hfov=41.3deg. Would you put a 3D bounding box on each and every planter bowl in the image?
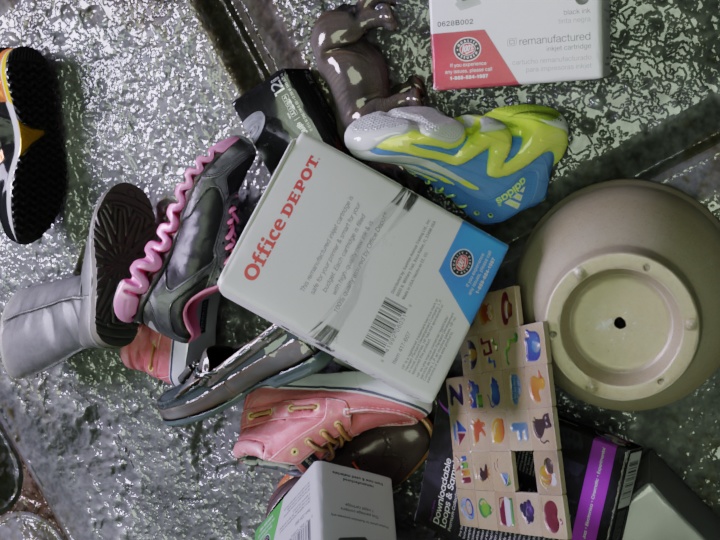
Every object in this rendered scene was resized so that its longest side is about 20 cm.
[{"bbox_3d":[0.220,0.032,0.799,0.198,0.135,0.203,4,104,17],"label":"planter bowl"}]

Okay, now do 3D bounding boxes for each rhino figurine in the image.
[{"bbox_3d":[0.015,-0.150,0.866,0.087,0.060,0.202,-16,98,16],"label":"rhino figurine"}]

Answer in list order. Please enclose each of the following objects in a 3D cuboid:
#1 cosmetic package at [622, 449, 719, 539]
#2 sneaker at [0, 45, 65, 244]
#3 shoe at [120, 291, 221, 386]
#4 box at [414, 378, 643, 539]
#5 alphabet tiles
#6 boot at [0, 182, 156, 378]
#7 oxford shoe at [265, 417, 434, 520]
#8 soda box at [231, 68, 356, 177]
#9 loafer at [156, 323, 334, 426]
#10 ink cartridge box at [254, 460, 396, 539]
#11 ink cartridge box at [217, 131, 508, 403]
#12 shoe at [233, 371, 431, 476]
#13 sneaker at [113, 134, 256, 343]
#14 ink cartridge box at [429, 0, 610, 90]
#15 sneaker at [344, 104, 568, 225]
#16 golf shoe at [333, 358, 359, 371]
[{"bbox_3d":[0.292,0.275,0.856,0.107,0.090,0.200,-44,84,21],"label":"cosmetic package"},{"bbox_3d":[-0.365,-0.130,0.996,0.089,0.070,0.203,9,104,31],"label":"sneaker"},{"bbox_3d":[-0.189,0.015,0.960,0.090,0.071,0.203,13,100,23],"label":"shoe"},{"bbox_3d":[0.144,0.194,0.860,0.199,0.036,0.145,17,100,40],"label":"box"},{"bbox_3d":[0.118,0.120,0.815,0.007,0.167,0.203,-1,81,-24],"label":"alphabet tiles"},{"bbox_3d":[-0.296,0.015,0.988,0.199,0.072,0.184,-15,61,48],"label":"boot"},{"bbox_3d":[-0.010,0.207,0.943,0.199,0.072,0.071,-36,89,21],"label":"oxford shoe"},{"bbox_3d":[-0.037,-0.085,0.890,0.063,0.071,0.201,-28,92,20],"label":"soda box"},{"bbox_3d":[-0.115,0.084,0.890,0.198,0.072,0.063,-23,108,22],"label":"loafer"},{"bbox_3d":[-0.033,0.297,0.842,0.083,0.201,0.146,18,133,-22],"label":"ink cartridge box"},{"bbox_3d":[0.000,0.000,0.803,0.199,0.084,0.147,29,82,-2],"label":"ink cartridge box"},{"bbox_3d":[-0.029,0.149,0.904,0.198,0.071,0.092,0,64,28],"label":"shoe"},{"bbox_3d":[-0.138,-0.023,0.868,0.095,0.079,0.201,31,94,8],"label":"sneaker"},{"bbox_3d":[0.130,-0.257,0.793,0.145,0.083,0.203,-1,102,19],"label":"ink cartridge box"},{"bbox_3d":[0.084,-0.084,0.822,0.197,0.076,0.106,-3,115,-10],"label":"sneaker"},{"bbox_3d":[-0.043,0.040,0.909,0.200,0.091,0.076,40,109,5],"label":"golf shoe"}]
